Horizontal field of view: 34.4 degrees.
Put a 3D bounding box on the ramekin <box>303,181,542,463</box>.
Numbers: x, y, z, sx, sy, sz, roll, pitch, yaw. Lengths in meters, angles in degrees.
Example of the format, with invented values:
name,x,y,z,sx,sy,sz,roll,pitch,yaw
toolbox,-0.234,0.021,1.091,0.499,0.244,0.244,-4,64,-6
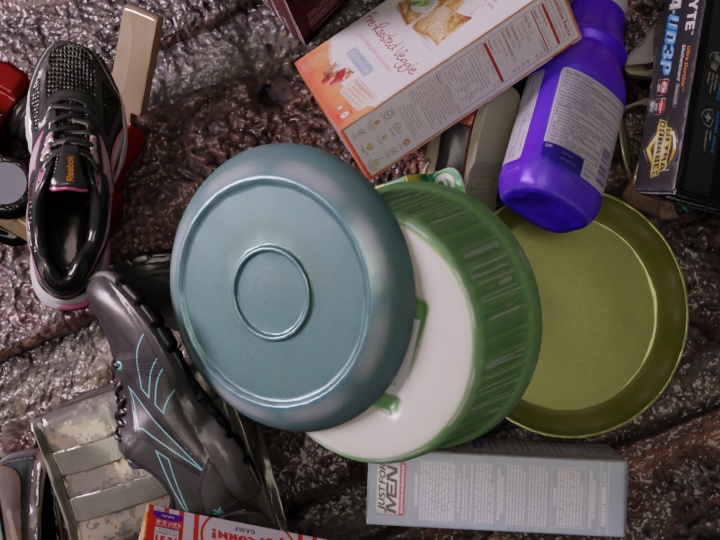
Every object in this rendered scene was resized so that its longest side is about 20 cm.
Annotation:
name,x,y,z,sx,sy,sz,roll,pitch,yaw
ramekin,0.022,0.040,0.833,0.197,0.097,0.203,4,99,27

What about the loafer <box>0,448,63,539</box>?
name,x,y,z,sx,sy,sz,roll,pitch,yaw
loafer,-0.261,0.247,0.960,0.062,0.072,0.203,-17,85,-3

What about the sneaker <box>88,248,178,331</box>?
name,x,y,z,sx,sy,sz,roll,pitch,yaw
sneaker,-0.138,0.021,0.934,0.198,0.076,0.092,-15,90,29

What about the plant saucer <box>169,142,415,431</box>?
name,x,y,z,sx,sy,sz,roll,pitch,yaw
plant saucer,-0.056,0.015,0.801,0.197,0.027,0.204,4,99,27

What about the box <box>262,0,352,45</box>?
name,x,y,z,sx,sy,sz,roll,pitch,yaw
box,-0.060,-0.321,0.919,0.166,0.164,0.200,-43,86,2

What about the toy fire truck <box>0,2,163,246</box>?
name,x,y,z,sx,sy,sz,roll,pitch,yaw
toy fire truck,-0.253,-0.127,0.959,0.175,0.129,0.202,31,70,-1

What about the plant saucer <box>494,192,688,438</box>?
name,x,y,z,sx,sy,sz,roll,pitch,yaw
plant saucer,0.168,0.034,0.950,0.197,0.031,0.203,0,86,-3

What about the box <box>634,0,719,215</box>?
name,x,y,z,sx,sy,sz,roll,pitch,yaw
box,0.299,-0.143,0.911,0.157,0.046,0.203,11,88,-32

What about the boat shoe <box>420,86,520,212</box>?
name,x,y,z,sx,sy,sz,roll,pitch,yaw
boat shoe,0.073,-0.061,0.952,0.062,0.071,0.203,25,105,39

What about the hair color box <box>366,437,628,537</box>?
name,x,y,z,sx,sy,sz,roll,pitch,yaw
hair color box,0.105,0.168,0.924,0.197,0.099,0.062,3,89,4

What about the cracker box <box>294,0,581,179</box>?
name,x,y,z,sx,sy,sz,roll,pitch,yaw
cracker box,0.057,-0.175,0.922,0.199,0.134,0.058,-33,127,1

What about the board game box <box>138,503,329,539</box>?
name,x,y,z,sx,sy,sz,roll,pitch,yaw
board game box,-0.108,0.277,0.858,0.149,0.046,0.202,13,116,-12

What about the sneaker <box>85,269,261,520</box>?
name,x,y,z,sx,sy,sz,roll,pitch,yaw
sneaker,-0.151,0.094,0.840,0.079,0.075,0.202,-32,89,-3

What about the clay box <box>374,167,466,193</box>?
name,x,y,z,sx,sy,sz,roll,pitch,yaw
clay box,0.000,0.000,0.923,0.198,0.047,0.117,-19,86,30

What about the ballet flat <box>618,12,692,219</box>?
name,x,y,z,sx,sy,sz,roll,pitch,yaw
ballet flat,0.245,-0.144,0.948,0.066,0.068,0.203,6,86,31

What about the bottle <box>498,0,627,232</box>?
name,x,y,z,sx,sy,sz,roll,pitch,yaw
bottle,0.169,-0.134,0.926,0.083,0.065,0.203,28,67,-27

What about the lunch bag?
name,x,y,z,sx,sy,sz,roll,pitch,yaw
lunch bag,-0.150,0.182,0.932,0.162,0.118,0.203,-18,93,1

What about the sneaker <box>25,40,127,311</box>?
name,x,y,z,sx,sy,sz,roll,pitch,yaw
sneaker,-0.211,-0.074,0.865,0.079,0.086,0.203,-3,85,-13
